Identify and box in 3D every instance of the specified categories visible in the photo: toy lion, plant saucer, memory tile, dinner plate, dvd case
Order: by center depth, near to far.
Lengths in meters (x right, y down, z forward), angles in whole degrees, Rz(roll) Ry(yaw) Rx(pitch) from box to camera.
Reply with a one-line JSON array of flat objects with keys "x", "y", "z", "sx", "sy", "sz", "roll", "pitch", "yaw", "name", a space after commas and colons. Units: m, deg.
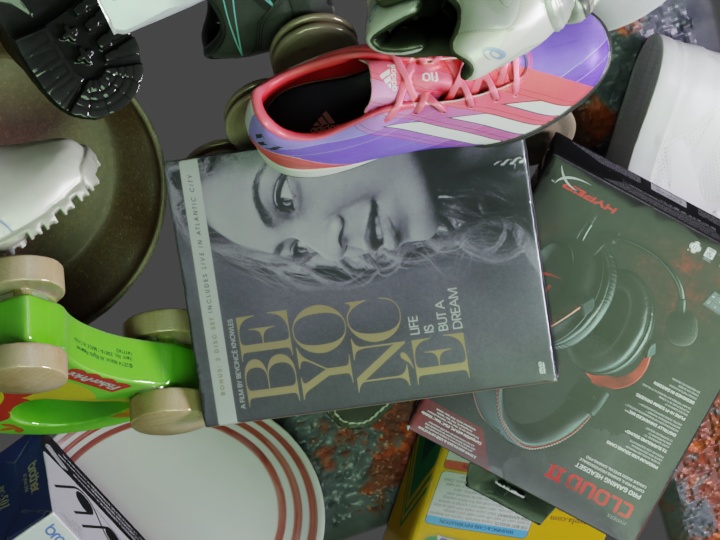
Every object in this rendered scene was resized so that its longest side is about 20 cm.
[{"x": 0.000, "y": 0.000, "z": 1.412, "sx": 0.198, "sy": 0.016, "sz": 0.150, "roll": -8, "pitch": 95, "yaw": 9, "name": "dvd case"}, {"x": -0.210, "y": 0.059, "z": 1.435, "sx": 0.191, "sy": 0.069, "sz": 0.200, "roll": -18, "pitch": 157, "yaw": 31, "name": "toy lion"}, {"x": -0.209, "y": -0.048, "z": 1.444, "sx": 0.199, "sy": 0.037, "sz": 0.202, "roll": -6, "pitch": 119, "yaw": -10, "name": "plant saucer"}, {"x": 0.010, "y": -0.068, "z": 1.458, "sx": 0.199, "sy": 0.017, "sz": 0.153, "roll": 17, "pitch": 129, "yaw": -30, "name": "memory tile"}, {"x": -0.121, "y": 0.157, "z": 1.583, "sx": 0.199, "sy": 0.024, "sz": 0.201, "roll": -6, "pitch": 120, "yaw": -10, "name": "dinner plate"}]

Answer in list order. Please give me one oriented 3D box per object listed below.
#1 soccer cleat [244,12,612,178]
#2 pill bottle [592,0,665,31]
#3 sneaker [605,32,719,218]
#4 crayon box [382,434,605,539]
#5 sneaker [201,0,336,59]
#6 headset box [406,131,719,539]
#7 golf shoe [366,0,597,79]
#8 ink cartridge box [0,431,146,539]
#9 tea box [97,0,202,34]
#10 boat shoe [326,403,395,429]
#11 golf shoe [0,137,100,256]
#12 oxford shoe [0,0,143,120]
[{"x": 0.036, "y": -0.097, "z": 1.358, "sx": 0.199, "sy": 0.073, "sz": 0.069, "roll": -14, "pitch": 78, "yaw": 5, "name": "soccer cleat"}, {"x": 0.098, "y": -0.228, "z": 1.366, "sx": 0.111, "sy": 0.111, "sz": 0.201, "roll": -29, "pitch": 120, "yaw": 5, "name": "pill bottle"}, {"x": 0.195, "y": -0.032, "z": 1.518, "sx": 0.115, "sy": 0.074, "sz": 0.201, "roll": 12, "pitch": 114, "yaw": -14, "name": "sneaker"}, {"x": 0.091, "y": 0.142, "z": 1.603, "sx": 0.125, "sy": 0.052, "sz": 0.201, "roll": 10, "pitch": 115, "yaw": -17, "name": "crayon box"}, {"x": -0.078, "y": -0.197, "z": 1.368, "sx": 0.079, "sy": 0.076, "sz": 0.201, "roll": -21, "pitch": 120, "yaw": 3, "name": "sneaker"}, {"x": 0.127, "y": 0.048, "z": 1.455, "sx": 0.148, "sy": 0.075, "sz": 0.201, "roll": 28, "pitch": 104, "yaw": -1, "name": "headset box"}, {"x": 0.024, "y": -0.159, "z": 1.323, "sx": 0.097, "sy": 0.200, "sz": 0.079, "roll": -43, "pitch": 131, "yaw": -17, "name": "golf shoe"}, {"x": -0.143, "y": 0.192, "z": 1.530, "sx": 0.044, "sy": 0.094, "sz": 0.200, "roll": -34, "pitch": 120, "yaw": 8, "name": "ink cartridge box"}, {"x": -0.066, "y": -0.231, "z": 1.195, "sx": 0.196, "sy": 0.200, "sz": 0.134, "roll": -25, "pitch": 117, "yaw": -4, "name": "tea box"}, {"x": 0.017, "y": 0.026, "z": 1.498, "sx": 0.071, "sy": 0.061, "sz": 0.202, "roll": 2, "pitch": 133, "yaw": -20, "name": "boat shoe"}, {"x": -0.241, "y": -0.048, "z": 1.376, "sx": 0.199, "sy": 0.078, "sz": 0.098, "roll": -17, "pitch": 115, "yaw": -3, "name": "golf shoe"}, {"x": -0.185, "y": -0.167, "z": 1.353, "sx": 0.072, "sy": 0.084, "sz": 0.201, "roll": -25, "pitch": 94, "yaw": -12, "name": "oxford shoe"}]
